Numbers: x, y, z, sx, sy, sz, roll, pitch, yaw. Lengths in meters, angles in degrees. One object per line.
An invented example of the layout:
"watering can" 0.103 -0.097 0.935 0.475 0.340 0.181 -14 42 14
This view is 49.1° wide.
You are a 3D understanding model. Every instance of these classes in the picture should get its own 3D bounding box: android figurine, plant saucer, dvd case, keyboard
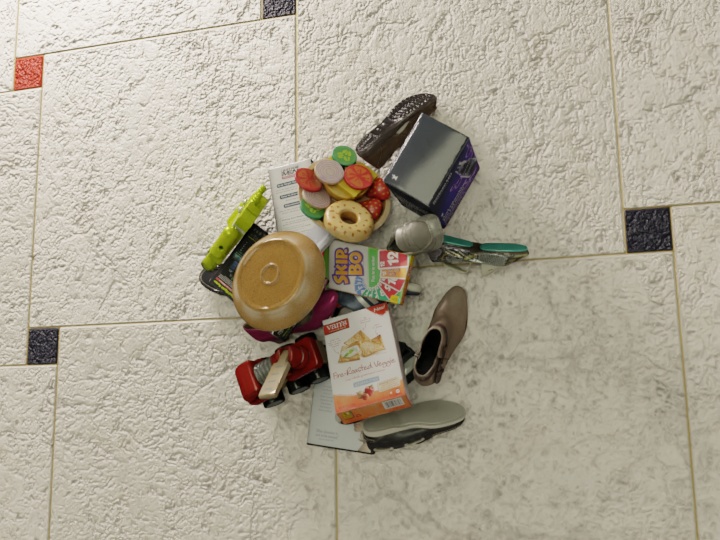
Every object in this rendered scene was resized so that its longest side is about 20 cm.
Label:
"android figurine" -0.253 -0.089 1.608 0.041 0.182 0.200 36 114 -12
"plant saucer" -0.163 0.012 1.484 0.198 0.035 0.202 -9 67 21
"dvd case" -0.027 0.254 1.565 0.141 0.018 0.202 5 82 17
"keyboard" -0.056 -0.094 1.575 0.056 0.011 0.200 19 49 27

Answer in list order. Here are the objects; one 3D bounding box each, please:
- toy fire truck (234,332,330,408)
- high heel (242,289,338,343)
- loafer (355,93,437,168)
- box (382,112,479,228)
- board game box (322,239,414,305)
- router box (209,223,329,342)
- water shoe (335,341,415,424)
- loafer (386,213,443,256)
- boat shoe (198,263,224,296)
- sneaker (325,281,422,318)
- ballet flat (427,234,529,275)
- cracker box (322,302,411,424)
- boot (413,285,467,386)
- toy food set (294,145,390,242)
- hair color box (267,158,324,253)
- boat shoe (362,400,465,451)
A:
"toy fire truck" -0.167 0.202 1.507 0.175 0.200 0.130 -28 70 18
"high heel" -0.138 0.084 1.555 0.199 0.096 0.068 -28 56 33
"loafer" 0.080 -0.284 1.607 0.200 0.071 0.073 -39 34 -1
"box" 0.138 -0.183 1.494 0.104 0.200 0.149 31 90 17
"board game box" 0.000 0.000 1.525 0.198 0.030 0.096 12 84 26
"router box" -0.179 0.022 1.544 0.199 0.062 0.150 35 85 30
"water shoe" 0.025 0.217 1.518 0.199 0.072 0.079 -35 63 -10
"loafer" 0.102 -0.059 1.487 0.069 0.200 0.071 -16 83 -16
"boat shoe" -0.256 0.022 1.646 0.198 0.063 0.073 11 85 18
"sneaker" 0.027 0.062 1.558 0.198 0.075 0.085 -3 86 22
"ballet flat" 0.224 -0.026 1.523 0.198 0.072 0.073 8 83 17
"cracker box" 0.009 0.171 1.475 0.133 0.058 0.201 -17 53 7
"boot" 0.150 0.118 1.468 0.070 0.146 0.202 14 85 15
"toy food set" -0.034 -0.153 1.569 0.197 0.049 0.200 38 57 9
"hair color box" -0.124 -0.119 1.632 0.099 0.060 0.202 -12 79 13
"boat shoe" 0.104 0.300 1.497 0.198 0.074 0.061 -13 119 -2
